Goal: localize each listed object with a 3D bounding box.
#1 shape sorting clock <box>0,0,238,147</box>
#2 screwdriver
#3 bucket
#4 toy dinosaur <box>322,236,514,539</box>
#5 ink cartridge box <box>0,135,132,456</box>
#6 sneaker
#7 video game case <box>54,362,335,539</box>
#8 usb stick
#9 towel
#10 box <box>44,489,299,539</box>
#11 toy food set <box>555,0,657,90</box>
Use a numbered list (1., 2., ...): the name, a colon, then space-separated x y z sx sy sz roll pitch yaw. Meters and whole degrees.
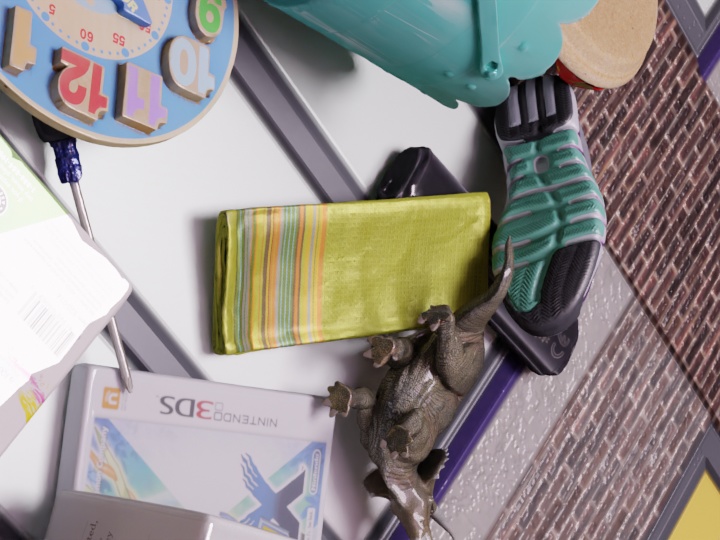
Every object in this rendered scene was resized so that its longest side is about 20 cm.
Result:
1. shape sorting clock: -0.140 -0.160 0.877 0.200 0.039 0.201 16 67 -42
2. screwdriver: -0.149 -0.030 0.890 0.029 0.028 0.201 -22 100 -71
3. bucket: 0.037 -0.208 0.959 0.135 0.207 0.208 20 77 -36
4. toy dinosaur: 0.038 0.069 1.029 0.102 0.077 0.201 33 76 -66
5. ink cartridge box: -0.216 0.042 0.806 0.117 0.067 0.200 52 57 -26
6. sneaker: 0.133 -0.031 1.095 0.088 0.074 0.200 53 33 -46
7. video game case: -0.095 0.162 0.952 0.182 0.022 0.201 12 82 -42
8. usb stick: 0.080 -0.003 1.109 0.200 0.033 0.056 45 59 -33
9. towel: 0.000 0.000 1.017 0.200 0.018 0.086 -6 105 -35
10. box: -0.071 0.235 0.871 0.199 0.131 0.201 25 74 -40
11. toy food set: 0.134 -0.215 1.114 0.198 0.049 0.200 46 44 -34
